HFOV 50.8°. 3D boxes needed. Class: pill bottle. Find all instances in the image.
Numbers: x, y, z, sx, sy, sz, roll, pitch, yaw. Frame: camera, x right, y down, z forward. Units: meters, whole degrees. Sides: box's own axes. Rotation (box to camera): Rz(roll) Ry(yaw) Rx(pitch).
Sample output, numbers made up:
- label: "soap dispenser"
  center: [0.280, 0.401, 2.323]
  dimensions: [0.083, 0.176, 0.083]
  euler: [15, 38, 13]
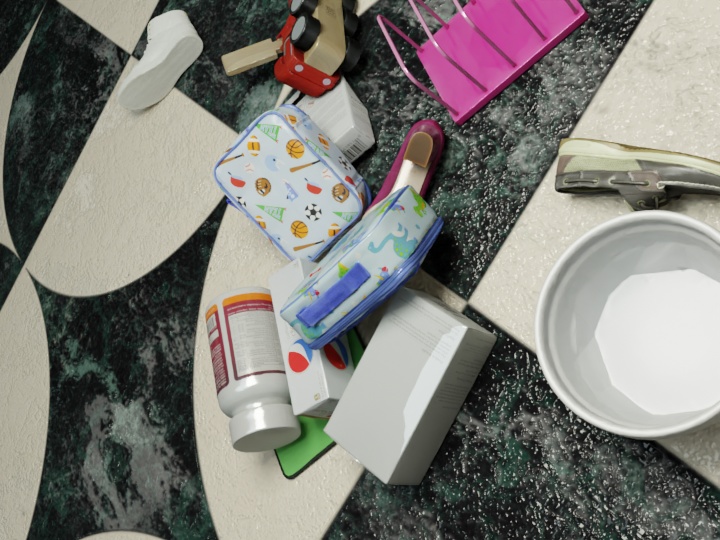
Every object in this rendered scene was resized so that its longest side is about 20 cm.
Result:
- label: "pill bottle"
  center: [-0.142, 0.132, 1.017]
  dimensions: [0.109, 0.109, 0.201]
  euler: [-32, 58, 28]

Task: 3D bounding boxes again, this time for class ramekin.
- label: "ramekin"
  center: [0.273, 0.056, 0.699]
  dimensions: [0.199, 0.105, 0.202]
  euler: [-13, 68, 35]

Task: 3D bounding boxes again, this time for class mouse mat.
- label: "mouse mat"
  center: [-0.061, 0.162, 1.016]
  dimensions: [0.200, 0.008, 0.162]
  euler: [-43, 53, 23]

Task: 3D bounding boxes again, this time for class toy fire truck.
- label: "toy fire truck"
  center: [-0.109, -0.331, 1.136]
  dimensions: [0.200, 0.128, 0.177]
  euler: [-42, 41, 40]

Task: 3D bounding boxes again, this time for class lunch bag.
- label: "lunch bag"
  center: [-0.096, -0.115, 1.023]
  dimensions: [0.160, 0.076, 0.200]
  euler: [-40, 96, 27]
- label: "lunch bag"
  center: [0.000, 0.000, 0.901]
  dimensions: [0.082, 0.161, 0.200]
  euler: [46, 123, -4]

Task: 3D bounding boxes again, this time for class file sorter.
- label: "file sorter"
  center: [0.139, -0.312, 0.921]
  dimensions: [0.200, 0.125, 0.140]
  euler: [-38, 55, 24]

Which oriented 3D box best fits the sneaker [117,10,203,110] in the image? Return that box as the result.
- label: "sneaker"
  center: [-0.383, -0.397, 1.421]
  dimensions: [0.199, 0.074, 0.116]
  euler: [-37, 54, 13]

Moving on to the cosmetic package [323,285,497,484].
- label: "cosmetic package"
  center: [0.056, 0.133, 0.877]
  dimensions: [0.113, 0.081, 0.201]
  euler: [34, 99, 38]

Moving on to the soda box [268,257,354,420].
- label: "soda box"
  center: [-0.062, 0.089, 0.990]
  dimensions: [0.063, 0.068, 0.201]
  euler: [-32, 58, 29]

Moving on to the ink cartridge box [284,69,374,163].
- label: "ink cartridge box"
  center: [-0.063, -0.207, 1.122]
  dimensions: [0.162, 0.057, 0.201]
  euler: [-38, 35, 25]

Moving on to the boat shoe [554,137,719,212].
- label: "boat shoe"
  center: [0.289, -0.090, 0.770]
  dimensions: [0.200, 0.071, 0.067]
  euler: [20, 99, 42]

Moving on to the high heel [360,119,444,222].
- label: "high heel"
  center: [0.057, -0.099, 0.989]
  dimensions: [0.067, 0.096, 0.201]
  euler: [30, 114, 2]
